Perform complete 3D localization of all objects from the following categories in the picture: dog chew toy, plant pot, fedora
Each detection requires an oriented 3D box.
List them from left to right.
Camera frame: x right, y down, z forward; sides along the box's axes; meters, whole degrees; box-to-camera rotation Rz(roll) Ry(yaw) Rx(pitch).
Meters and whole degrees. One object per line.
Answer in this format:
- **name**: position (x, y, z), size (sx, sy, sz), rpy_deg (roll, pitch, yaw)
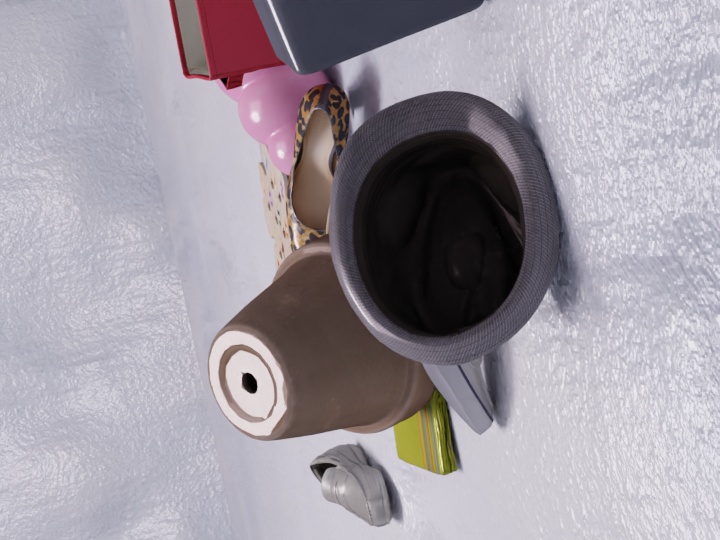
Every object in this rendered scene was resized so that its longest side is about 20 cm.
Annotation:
- **dog chew toy**: position (-0.086, -0.192, 1.763), size (0.125, 0.123, 0.202), rpy_deg (117, 131, -70)
- **plant pot**: position (-0.050, 0.078, 1.551), size (0.199, 0.174, 0.203), rpy_deg (16, 116, 38)
- **fedora**: position (0.070, -0.025, 1.222), size (0.090, 0.175, 0.202), rpy_deg (30, -139, -66)

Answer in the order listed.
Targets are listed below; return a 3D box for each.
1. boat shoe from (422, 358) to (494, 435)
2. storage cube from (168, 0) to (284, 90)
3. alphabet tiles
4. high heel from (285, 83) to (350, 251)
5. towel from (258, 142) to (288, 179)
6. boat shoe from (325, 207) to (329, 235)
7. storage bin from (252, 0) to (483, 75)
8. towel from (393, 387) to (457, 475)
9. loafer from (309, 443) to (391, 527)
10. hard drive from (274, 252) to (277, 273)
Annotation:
- **boat shoe**: position (0.078, 0.052, 1.388), size (0.201, 0.065, 0.072), rpy_deg (60, 171, -24)
- **storage cube**: position (-0.087, -0.282, 1.534), size (0.171, 0.178, 0.202), rpy_deg (-153, 51, -74)
- **alphabet tiles**: position (-0.093, -0.054, 1.999), size (0.200, 0.014, 0.198), rpy_deg (-123, 24, -58)
- **high heel**: position (-0.047, -0.087, 1.643), size (0.143, 0.071, 0.203), rpy_deg (-21, -60, -84)
- **towel**: position (-0.090, -0.113, 2.036), size (0.200, 0.032, 0.193), rpy_deg (-121, 22, -55)
- **boat shoe**: position (0.000, 0.000, 1.659), size (0.065, 0.070, 0.202), rpy_deg (-127, 31, -77)
- **storage bin**: position (-0.007, -0.242, 1.227), size (0.146, 0.198, 0.136), rpy_deg (-133, 24, -66)
- **towel**: position (0.062, 0.159, 1.674), size (0.200, 0.018, 0.087), rpy_deg (170, 93, -78)
- **loafer**: position (-0.012, 0.263, 1.960), size (0.200, 0.069, 0.071), rpy_deg (-148, 47, -73)
- **hard drive**: position (-0.086, 0.089, 2.215), size (0.132, 0.026, 0.202), rpy_deg (-117, 19, -48)
